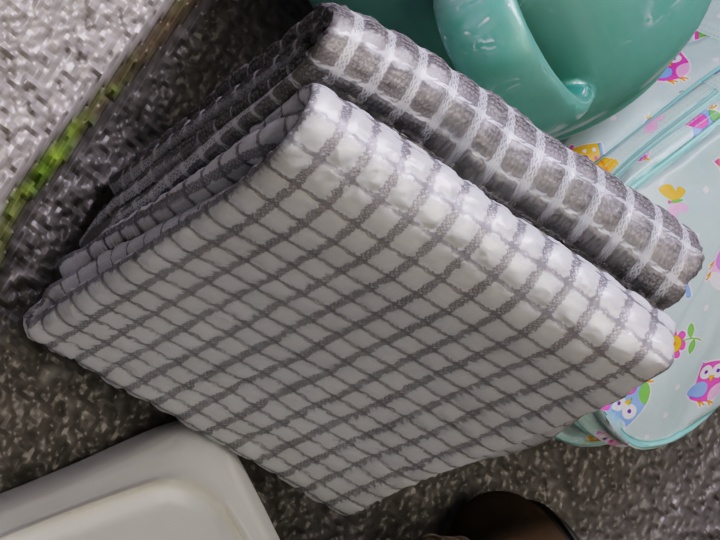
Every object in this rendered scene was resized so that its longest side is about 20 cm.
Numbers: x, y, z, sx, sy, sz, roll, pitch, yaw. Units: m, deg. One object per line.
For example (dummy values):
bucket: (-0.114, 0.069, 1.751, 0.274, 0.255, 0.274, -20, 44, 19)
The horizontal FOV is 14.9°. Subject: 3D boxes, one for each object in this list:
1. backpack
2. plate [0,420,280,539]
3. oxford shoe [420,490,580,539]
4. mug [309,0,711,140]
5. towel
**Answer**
backpack: (0.118, -0.020, 1.103, 0.200, 0.126, 0.168, -35, 115, -23)
plate: (-0.087, 0.157, 0.966, 0.199, 0.032, 0.201, -20, 67, -29)
oxford shoe: (0.042, 0.125, 1.043, 0.073, 0.200, 0.085, -38, 102, 16)
mug: (0.052, -0.107, 1.031, 0.185, 0.151, 0.115, -55, 126, -34)
towel: (0.000, 0.000, 0.974, 0.165, 0.200, 0.086, 31, 56, -21)
